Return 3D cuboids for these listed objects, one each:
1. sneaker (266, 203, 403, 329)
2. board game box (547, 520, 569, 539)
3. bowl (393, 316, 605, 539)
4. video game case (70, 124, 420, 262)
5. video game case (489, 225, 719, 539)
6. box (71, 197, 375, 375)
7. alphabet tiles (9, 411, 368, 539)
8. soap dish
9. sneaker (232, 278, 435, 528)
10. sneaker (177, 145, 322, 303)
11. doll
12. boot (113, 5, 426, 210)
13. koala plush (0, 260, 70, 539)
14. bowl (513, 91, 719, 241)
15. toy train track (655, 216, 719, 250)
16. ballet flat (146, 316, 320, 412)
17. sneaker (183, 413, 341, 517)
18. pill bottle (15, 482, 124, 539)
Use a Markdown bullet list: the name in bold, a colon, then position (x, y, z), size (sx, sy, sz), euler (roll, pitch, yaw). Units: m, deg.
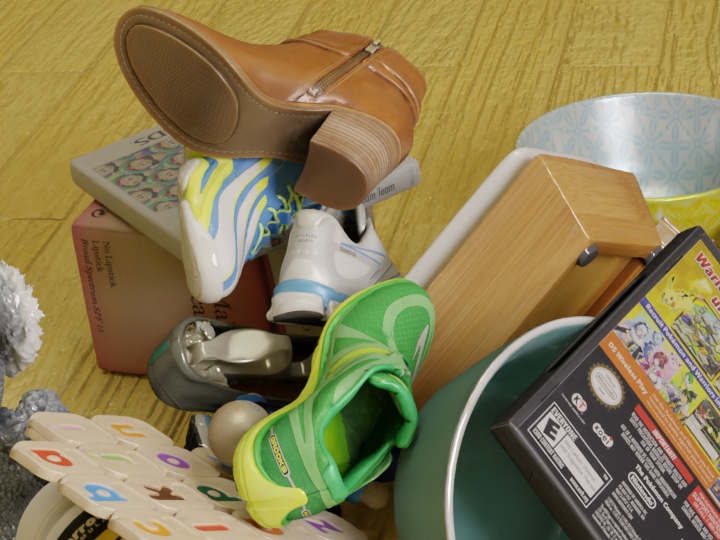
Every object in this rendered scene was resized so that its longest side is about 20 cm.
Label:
- **sneaker**: position (0.000, 0.000, 1.246), size (0.074, 0.088, 0.200), euler (2, -6, 17)
- **board game box**: position (0.215, 0.127, 1.139), size (0.198, 0.024, 0.106), euler (3, 64, 17)
- **bowl**: position (0.097, 0.130, 1.067), size (0.200, 0.203, 0.105), euler (-26, 11, -34)
- **video game case**: position (-0.086, -0.071, 1.354), size (0.181, 0.024, 0.200), euler (-25, 35, -27)
- **video game case**: position (0.187, 0.107, 1.035), size (0.181, 0.201, 0.025), euler (-41, 9, -29)
- **box**: position (-0.094, 0.004, 1.380), size (0.198, 0.129, 0.109), euler (5, 31, 22)
- **alphabet tiles**: position (-0.092, 0.129, 1.041), size (0.199, 0.015, 0.195), euler (29, 11, 33)
- **soap dish**: position (0.095, 0.019, 1.200), size (0.081, 0.200, 0.157), euler (46, 19, 22)
- **sneaker**: position (0.004, 0.076, 1.066), size (0.083, 0.075, 0.200), euler (-8, 29, 33)
- **sneaker**: position (-0.065, -0.053, 1.229), size (0.104, 0.076, 0.201), euler (-3, 38, -3)
- **doll**: position (-0.023, 0.106, 1.159), size (0.136, 0.049, 0.199), euler (30, 13, 36)
- **boot**: position (-0.054, -0.128, 1.231), size (0.199, 0.074, 0.155), euler (35, 36, -3)
- **koala plush**: position (-0.256, 0.096, 1.160), size (0.176, 0.202, 0.184), euler (-14, 28, -15)
- **bowl**: position (0.217, -0.050, 1.439), size (0.198, 0.109, 0.201), euler (-4, 27, 2)
- **toy train track**: position (0.274, -0.019, 1.322), size (0.200, 0.115, 0.032), euler (-48, 15, -17)
- **ballet flat**: position (-0.043, 0.068, 1.253), size (0.198, 0.064, 0.068), euler (6, 54, -26)
- **sneaker**: position (-0.060, 0.156, 1.170), size (0.089, 0.079, 0.200), euler (6, 22, -25)
- **pill bottle**: position (-0.115, 0.189, 1.050), size (0.112, 0.113, 0.200), euler (-22, 31, -27)
